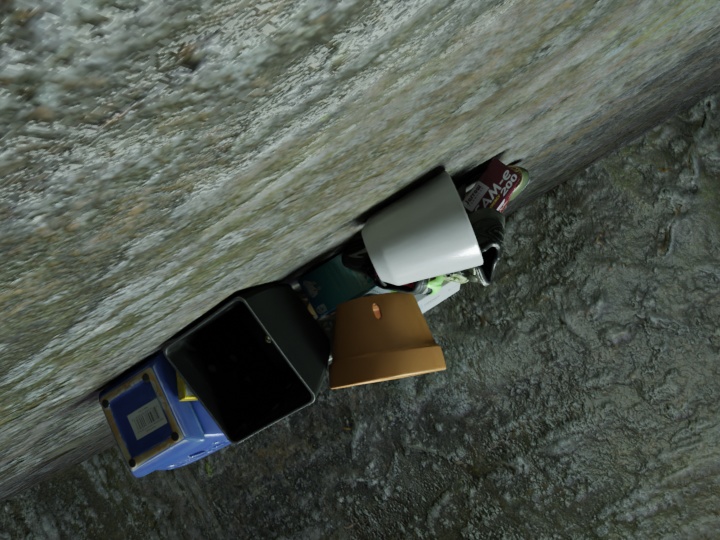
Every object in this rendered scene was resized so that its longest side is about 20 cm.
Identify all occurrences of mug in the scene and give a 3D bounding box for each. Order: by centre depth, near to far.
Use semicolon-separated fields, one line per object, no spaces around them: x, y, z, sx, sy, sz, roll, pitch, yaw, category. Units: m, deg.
0.091;-0.045;1.068;0.153;0.150;0.187;-23;157;6;mug

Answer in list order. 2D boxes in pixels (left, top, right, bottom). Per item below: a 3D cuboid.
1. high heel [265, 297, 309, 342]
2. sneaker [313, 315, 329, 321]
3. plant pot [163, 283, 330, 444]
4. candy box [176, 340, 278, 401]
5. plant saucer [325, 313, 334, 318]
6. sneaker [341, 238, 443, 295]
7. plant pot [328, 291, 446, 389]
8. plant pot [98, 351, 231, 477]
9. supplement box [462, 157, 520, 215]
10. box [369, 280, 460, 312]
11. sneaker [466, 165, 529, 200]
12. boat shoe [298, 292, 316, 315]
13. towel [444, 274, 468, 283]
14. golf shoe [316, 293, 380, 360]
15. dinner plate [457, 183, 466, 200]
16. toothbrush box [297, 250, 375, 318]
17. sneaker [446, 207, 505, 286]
-0.145;0.082;1.381;0.142;0.072;0.200;-29;-176;-21;high heel
-0.120;0.147;1.429;0.129;0.080;0.199;-20;-171;-39;sneaker
-0.165;0.135;1.178;0.199;0.200;0.177;-33;-175;29;plant pot
-0.233;0.177;1.245;0.200;0.102;0.026;6;153;-41;candy box
-0.025;0.099;1.598;0.200;0.030;0.200;-30;172;-5;plant saucer
0.043;-0.010;1.174;0.200;0.077;0.084;15;-169;36;sneaker
0.035;0.118;1.197;0.200;0.140;0.200;-10;171;-2;plant pot
-0.340;0.251;1.272;0.200;0.200;0.180;-31;169;21;plant pot
0.226;-0.118;1.277;0.109;0.061;0.200;-54;170;-5;supplement box
0.081;0.017;1.449;0.156;0.200;0.041;-27;132;-42;box
0.275;-0.151;1.476;0.200;0.067;0.090;-37;167;32;sneaker
-0.119;0.073;1.534;0.200;0.071;0.065;-34;-151;34;boat shoe
0.142;-0.026;1.446;0.200;0.037;0.148;6;-152;17;towel
-0.043;0.114;1.318;0.200;0.078;0.097;-27;-179;-10;golf shoe
0.152;-0.072;1.309;0.200;0.024;0.200;-57;170;-15;dinner plate
0.000;0.000;1.319;0.200;0.085;0.146;-32;175;10;toothbrush box
0.158;-0.014;1.169;0.199;0.076;0.114;-30;-141;39;sneaker
